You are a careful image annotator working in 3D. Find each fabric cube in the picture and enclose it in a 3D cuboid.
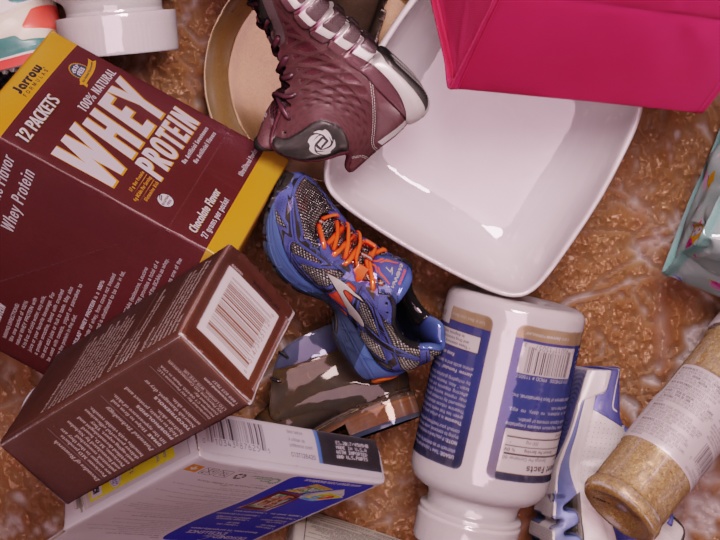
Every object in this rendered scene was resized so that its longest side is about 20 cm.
[{"bbox_3d":[0.166,-0.245,1.074,0.199,0.197,0.200,3,145,-18],"label":"fabric cube"}]

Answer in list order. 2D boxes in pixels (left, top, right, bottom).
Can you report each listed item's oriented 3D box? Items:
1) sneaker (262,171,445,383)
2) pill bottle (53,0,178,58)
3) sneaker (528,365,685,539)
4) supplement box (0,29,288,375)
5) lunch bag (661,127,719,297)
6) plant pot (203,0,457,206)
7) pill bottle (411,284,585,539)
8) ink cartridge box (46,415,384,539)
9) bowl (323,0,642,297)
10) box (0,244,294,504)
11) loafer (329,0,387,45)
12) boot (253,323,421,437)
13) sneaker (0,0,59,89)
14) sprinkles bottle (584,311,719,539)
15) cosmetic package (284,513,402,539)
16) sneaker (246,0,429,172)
[{"bbox_3d":[0.000,0.000,1.177,0.078,0.075,0.200,-11,131,37],"label":"sneaker"},{"bbox_3d":[-0.193,-0.262,1.184,0.109,0.110,0.201,-5,99,2],"label":"pill bottle"},{"bbox_3d":[0.202,0.176,1.268,0.115,0.081,0.200,7,93,-14],"label":"sneaker"},{"bbox_3d":[-0.194,-0.028,1.170,0.200,0.133,0.197,28,131,-3],"label":"supplement box"},{"bbox_3d":[0.347,-0.063,1.194,0.170,0.122,0.200,25,73,1],"label":"lunch bag"},{"bbox_3d":[-0.023,-0.151,1.240,0.199,0.027,0.201,0,99,2],"label":"plant pot"},{"bbox_3d":[0.102,0.118,1.231,0.111,0.111,0.201,12,95,0],"label":"pill bottle"},{"bbox_3d":[-0.119,0.169,1.201,0.200,0.197,0.047,-28,63,34],"label":"ink cartridge box"},{"bbox_3d":[0.090,-0.104,1.194,0.199,0.075,0.200,30,100,-3],"label":"bowl"},{"bbox_3d":[-0.147,0.074,1.080,0.200,0.100,0.075,-28,114,35],"label":"box"},{"bbox_3d":[-0.015,-0.207,1.181,0.073,0.071,0.201,13,99,0],"label":"loafer"},{"bbox_3d":[-0.058,0.102,1.270,0.199,0.075,0.097,-17,82,2],"label":"boot"},{"bbox_3d":[-0.328,-0.183,1.231,0.199,0.070,0.094,-7,81,5],"label":"sneaker"},{"bbox_3d":[0.255,0.113,1.211,0.068,0.068,0.200,45,68,-6],"label":"sprinkles bottle"},{"bbox_3d":[-0.020,0.268,1.220,0.103,0.200,0.088,19,99,-2],"label":"cosmetic package"},{"bbox_3d":[-0.056,-0.145,1.115,0.200,0.076,0.116,42,102,-10],"label":"sneaker"}]
